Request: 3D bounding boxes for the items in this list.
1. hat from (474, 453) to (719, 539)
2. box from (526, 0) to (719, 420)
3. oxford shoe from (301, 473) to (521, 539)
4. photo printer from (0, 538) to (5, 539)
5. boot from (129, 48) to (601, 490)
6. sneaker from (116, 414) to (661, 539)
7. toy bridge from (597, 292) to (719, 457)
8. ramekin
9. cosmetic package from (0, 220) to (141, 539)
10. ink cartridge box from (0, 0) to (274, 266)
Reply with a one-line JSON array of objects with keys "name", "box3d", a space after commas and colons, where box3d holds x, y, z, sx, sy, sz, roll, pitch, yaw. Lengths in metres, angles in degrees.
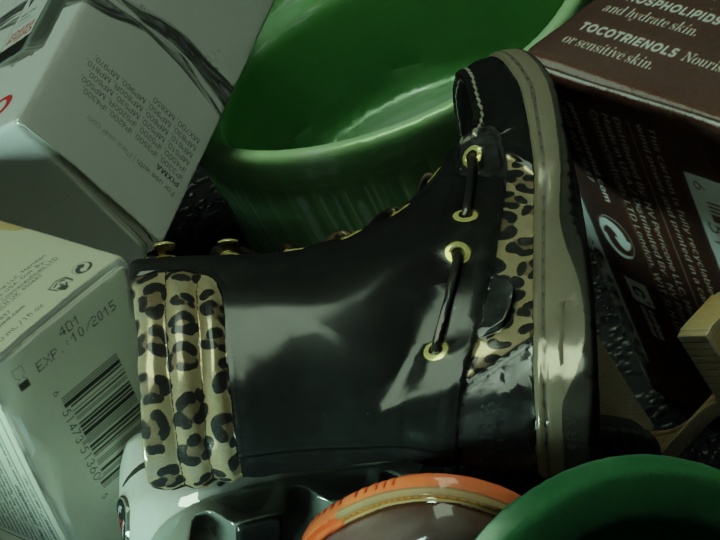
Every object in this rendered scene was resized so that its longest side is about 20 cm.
[{"name": "hat", "box3d": [0.053, 0.137, 0.934, 0.176, 0.200, 0.166, 6, 78, 59]}, {"name": "box", "box3d": [0.201, -0.050, 1.056, 0.200, 0.166, 0.164, -38, 33, -21]}, {"name": "oxford shoe", "box3d": [0.002, 0.134, 0.949, 0.071, 0.200, 0.073, 17, 51, -14]}, {"name": "photo printer", "box3d": [-0.123, 0.116, 1.124, 0.199, 0.070, 0.167, -20, 32, 7]}, {"name": "boot", "box3d": [0.000, 0.000, 0.973, 0.150, 0.073, 0.200, -7, 42, 1]}, {"name": "sneaker", "box3d": [0.009, 0.066, 1.036, 0.199, 0.074, 0.089, -7, 41, -20]}, {"name": "toy bridge", "box3d": [0.084, 0.046, 1.087, 0.027, 0.067, 0.200, -46, 22, -30]}, {"name": "ramekin", "box3d": [0.023, -0.072, 1.274, 0.199, 0.098, 0.200, -18, 32, 12]}, {"name": "cosmetic package", "box3d": [-0.155, 0.035, 1.101, 0.071, 0.105, 0.200, -40, 36, -28]}, {"name": "ink cartridge box", "box3d": [-0.124, -0.080, 1.228, 0.147, 0.083, 0.200, -25, 32, 41]}]
